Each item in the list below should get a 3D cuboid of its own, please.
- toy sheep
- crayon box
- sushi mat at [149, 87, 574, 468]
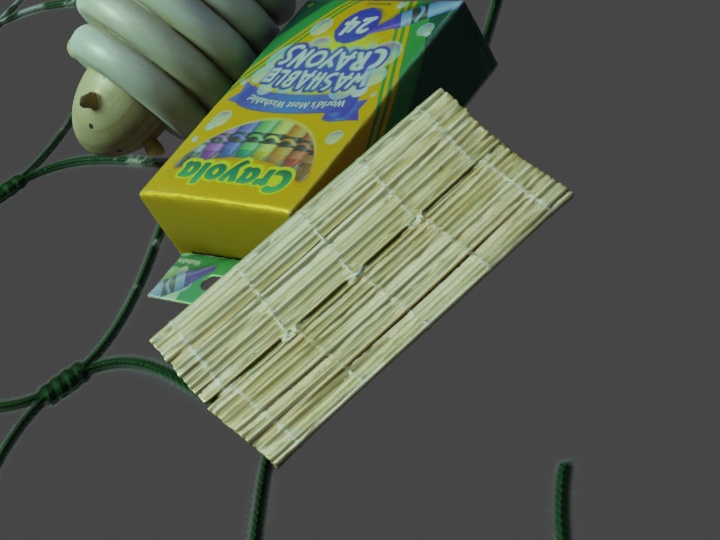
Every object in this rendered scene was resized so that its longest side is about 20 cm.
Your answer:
[{"bbox_3d":[-0.105,-0.153,1.044,0.201,0.138,0.138,-56,37,-2],"label":"toy sheep"},{"bbox_3d":[-0.031,-0.066,0.945,0.125,0.052,0.200,8,52,44],"label":"crayon box"},{"bbox_3d":[0.000,0.000,0.839,0.200,0.012,0.096,-42,66,-12],"label":"sushi mat"}]
